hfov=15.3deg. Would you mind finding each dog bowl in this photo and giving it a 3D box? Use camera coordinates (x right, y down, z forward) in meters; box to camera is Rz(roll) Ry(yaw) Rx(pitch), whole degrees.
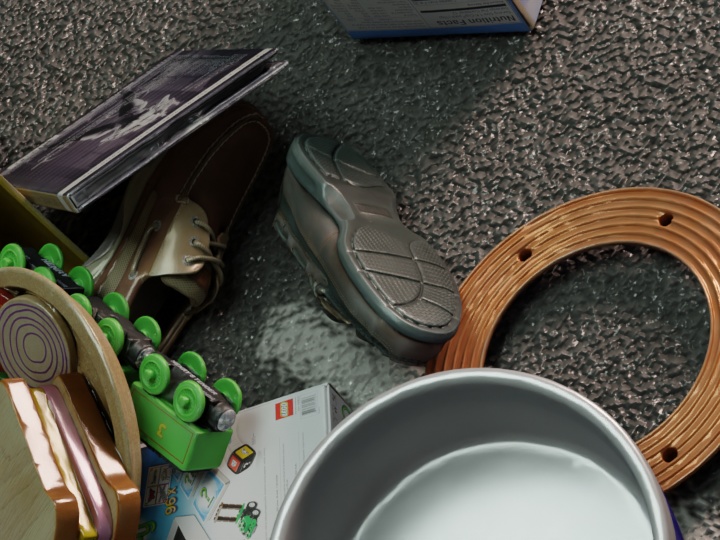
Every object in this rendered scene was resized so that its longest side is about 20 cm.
[{"bbox_3d":[0.058,0.153,1.289,0.199,0.079,0.201,-7,64,15],"label":"dog bowl"}]

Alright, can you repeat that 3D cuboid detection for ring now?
[{"bbox_3d":[0.124,0.045,1.396,0.200,0.019,0.201,-17,52,23],"label":"ring"}]

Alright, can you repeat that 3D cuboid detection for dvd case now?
[{"bbox_3d":[-0.135,-0.084,1.573,0.148,0.016,0.200,-36,15,-15],"label":"dvd case"}]

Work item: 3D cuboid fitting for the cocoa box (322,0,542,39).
[{"bbox_3d":[0.046,-0.253,1.580,0.133,0.131,0.201,0,59,33],"label":"cocoa box"}]

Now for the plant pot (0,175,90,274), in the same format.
[{"bbox_3d":[-0.302,0.004,1.594,0.200,0.200,0.176,-49,37,-7],"label":"plant pot"}]

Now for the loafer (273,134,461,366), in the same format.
[{"bbox_3d":[0.000,0.000,1.479,0.063,0.072,0.200,-63,30,24],"label":"loafer"}]

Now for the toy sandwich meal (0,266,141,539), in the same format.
[{"bbox_3d":[-0.191,0.099,1.468,0.205,0.070,0.206,17,112,47],"label":"toy sandwich meal"}]

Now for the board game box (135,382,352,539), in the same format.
[{"bbox_3d":[-0.062,0.166,1.419,0.126,0.035,0.201,-19,50,20],"label":"board game box"}]

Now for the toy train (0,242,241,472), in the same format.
[{"bbox_3d":[-0.140,0.047,1.484,0.200,0.042,0.057,34,113,36],"label":"toy train"}]

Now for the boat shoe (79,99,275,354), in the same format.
[{"bbox_3d":[-0.107,-0.006,1.552,0.072,0.076,0.200,33,89,39],"label":"boat shoe"}]
